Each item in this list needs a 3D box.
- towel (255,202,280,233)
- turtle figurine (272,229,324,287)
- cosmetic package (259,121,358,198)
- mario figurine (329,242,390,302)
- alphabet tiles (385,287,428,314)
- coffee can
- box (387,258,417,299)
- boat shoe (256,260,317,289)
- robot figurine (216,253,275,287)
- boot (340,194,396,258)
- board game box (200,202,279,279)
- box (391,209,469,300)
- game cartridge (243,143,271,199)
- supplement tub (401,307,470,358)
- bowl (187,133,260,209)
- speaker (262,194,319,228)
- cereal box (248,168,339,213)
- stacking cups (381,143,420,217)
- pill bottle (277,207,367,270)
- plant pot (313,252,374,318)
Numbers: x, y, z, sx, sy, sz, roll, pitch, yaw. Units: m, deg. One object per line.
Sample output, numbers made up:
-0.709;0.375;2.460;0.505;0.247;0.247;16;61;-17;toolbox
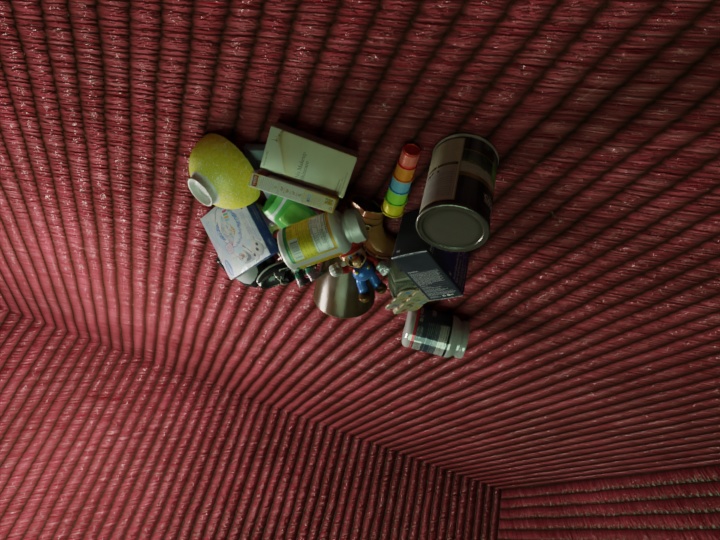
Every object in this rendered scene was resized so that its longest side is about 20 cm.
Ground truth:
-0.292;-0.132;1.488;0.143;0.023;0.200;-11;139;37;towel
-0.188;-0.056;1.418;0.201;0.101;0.150;61;154;-5;turtle figurine
-0.114;-0.250;1.142;0.199;0.073;0.104;18;112;-5;cosmetic package
0.000;0.000;1.322;0.106;0.124;0.200;11;140;44;mario figurine
0.177;0.077;1.496;0.195;0.015;0.200;-8;154;-31;alphabet tiles
0.204;-0.161;1.049;0.146;0.201;0.147;11;148;7;coffee can
0.123;0.024;1.437;0.082;0.069;0.200;-19;158;-2;box
-0.224;0.009;1.549;0.199;0.060;0.074;-25;142;1;boat shoe
-0.356;-0.027;1.578;0.125;0.150;0.200;46;173;44;robot figurine
0.041;-0.112;1.323;0.199;0.074;0.155;18;145;-6;boot
-0.340;-0.101;1.413;0.199;0.043;0.201;-27;90;38;board game box
0.185;-0.040;1.295;0.104;0.148;0.200;-11;139;36;box
-0.198;-0.237;1.272;0.133;0.041;0.200;8;148;19;game cartridge
0.244;0.202;1.648;0.199;0.141;0.141;14;148;3;supplement tub
-0.355;-0.221;1.237;0.200;0.108;0.201;29;147;22;bowl
-0.151;-0.126;1.310;0.200;0.089;0.088;34;144;-27;speaker
-0.148;-0.188;1.177;0.199;0.144;0.040;18;104;-4;cereal box
0.091;-0.206;1.167;0.060;0.061;0.200;15;147;2;stacking cups
-0.090;-0.081;1.224;0.199;0.113;0.113;-19;138;12;pill bottle
-0.041;0.002;1.461;0.186;0.187;0.201;12;132;6;plant pot
